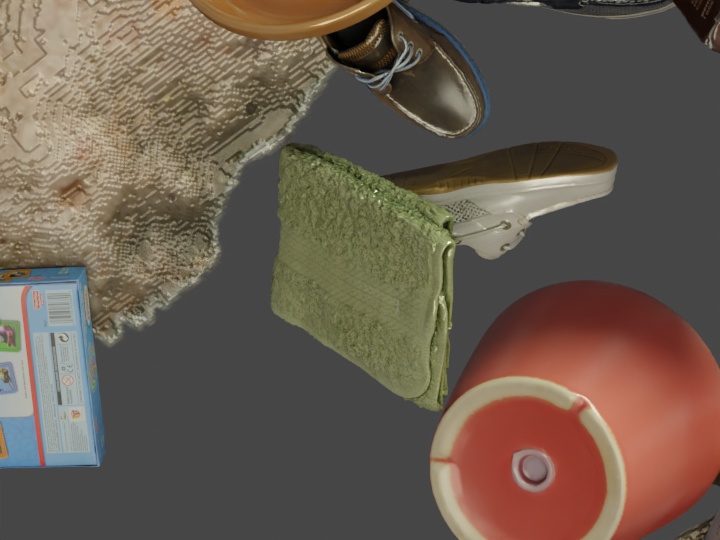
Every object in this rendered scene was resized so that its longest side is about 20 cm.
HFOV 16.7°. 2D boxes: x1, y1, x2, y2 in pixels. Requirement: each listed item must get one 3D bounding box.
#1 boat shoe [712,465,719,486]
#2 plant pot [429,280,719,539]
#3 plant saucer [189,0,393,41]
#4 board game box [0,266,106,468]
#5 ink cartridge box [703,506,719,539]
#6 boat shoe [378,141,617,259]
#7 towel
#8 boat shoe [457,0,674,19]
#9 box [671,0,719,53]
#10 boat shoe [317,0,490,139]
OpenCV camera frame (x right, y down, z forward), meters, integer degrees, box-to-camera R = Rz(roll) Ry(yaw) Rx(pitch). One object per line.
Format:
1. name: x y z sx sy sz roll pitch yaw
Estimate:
1. boat shoe: 0.324 0.133 1.802 0.199 0.071 0.065 9 76 10
2. plant pot: 0.143 0.119 1.720 0.200 0.177 0.201 5 104 21
3. plant saucer: -0.031 -0.233 1.645 0.200 0.201 0.037 -17 146 11
4. board game box: -0.299 0.076 1.843 0.199 0.037 0.152 -2 110 5
5. ink cartridge box: 0.281 0.258 1.751 0.084 0.176 0.200 15 138 -1
6. boat shoe: 0.091 -0.043 1.752 0.199 0.071 0.070 -9 110 18
7. towel: 0.000 0.000 1.719 0.036 0.200 0.149 -14 119 -33
8. boat shoe: 0.132 -0.203 1.673 0.199 0.093 0.075 5 111 3
9. box: 0.324 -0.209 1.597 0.199 0.164 0.166 19 110 -15
10. boat shoe: 0.009 -0.159 1.711 0.200 0.072 0.072 41 109 -10
